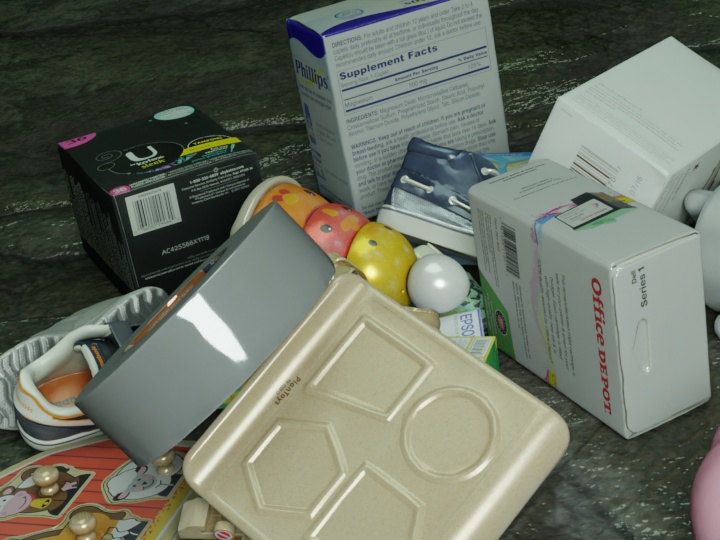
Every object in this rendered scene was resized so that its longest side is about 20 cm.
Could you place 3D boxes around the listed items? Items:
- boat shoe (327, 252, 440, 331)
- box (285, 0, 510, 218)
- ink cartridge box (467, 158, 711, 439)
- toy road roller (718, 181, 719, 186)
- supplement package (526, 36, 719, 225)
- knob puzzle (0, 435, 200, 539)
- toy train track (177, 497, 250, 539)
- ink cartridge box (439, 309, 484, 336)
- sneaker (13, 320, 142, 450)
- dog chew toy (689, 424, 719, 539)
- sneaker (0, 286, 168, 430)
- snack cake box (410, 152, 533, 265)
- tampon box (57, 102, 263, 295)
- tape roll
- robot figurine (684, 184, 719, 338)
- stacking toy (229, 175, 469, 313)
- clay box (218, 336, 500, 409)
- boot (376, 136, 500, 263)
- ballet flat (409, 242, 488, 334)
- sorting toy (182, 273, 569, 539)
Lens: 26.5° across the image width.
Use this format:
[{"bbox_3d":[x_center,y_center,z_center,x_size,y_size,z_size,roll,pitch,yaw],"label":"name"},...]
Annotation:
[{"bbox_3d":[-0.029,0.019,1.195,0.199,0.070,0.074,8,-13,17],"label":"boat shoe"},{"bbox_3d":[0.041,-0.179,1.563,0.183,0.201,0.105,-19,26,-17],"label":"box"},{"bbox_3d":[0.174,0.016,1.175,0.084,0.146,0.200,-20,27,-20],"label":"ink cartridge box"},{"bbox_3d":[0.395,-0.080,1.282,0.146,0.123,0.200,-32,-1,-9],"label":"toy road roller"},{"bbox_3d":[0.243,-0.100,1.308,0.117,0.117,0.200,38,41,20],"label":"supplement package"},{"bbox_3d":[-0.217,0.169,1.143,0.218,0.031,0.220,-9,26,4],"label":"knob puzzle"},{"bbox_3d":[-0.028,0.166,1.035,0.198,0.033,0.115,0,49,11],"label":"toy train track"},{"bbox_3d":[0.005,0.105,1.175,0.198,0.044,0.198,-9,26,5],"label":"ink cartridge box"},{"bbox_3d":[-0.183,0.081,1.233,0.199,0.080,0.079,-23,59,-18],"label":"sneaker"},{"bbox_3d":[0.271,0.129,0.949,0.124,0.125,0.200,-2,19,17],"label":"dog chew toy"},{"bbox_3d":[-0.252,0.081,1.317,0.199,0.075,0.082,-27,10,-36],"label":"sneaker"},{"bbox_3d":[0.142,-0.059,1.433,0.199,0.068,0.115,1,27,22],"label":"snack cake box"},{"bbox_3d":[-0.191,-0.066,1.503,0.149,0.127,0.200,-19,27,-20],"label":"tampon box"},{"bbox_3d":[-0.109,0.044,1.076,0.200,0.066,0.200,-43,7,7],"label":"tape roll"},{"bbox_3d":[0.342,-0.012,1.205,0.199,0.113,0.170,16,77,44],"label":"robot figurine"},{"bbox_3d":[0.000,0.000,1.284,0.199,0.147,0.146,6,30,24],"label":"stacking toy"},{"bbox_3d":[-0.007,0.091,1.102,0.199,0.048,0.115,-2,23,18],"label":"clay box"},{"bbox_3d":[0.116,-0.051,1.338,0.199,0.091,0.073,19,-5,15],"label":"boot"},{"bbox_3d":[0.039,0.004,1.342,0.199,0.075,0.074,15,35,41],"label":"ballet flat"},{"bbox_3d":[0.009,0.122,1.003,0.200,0.037,0.185,35,78,25],"label":"sorting toy"}]
